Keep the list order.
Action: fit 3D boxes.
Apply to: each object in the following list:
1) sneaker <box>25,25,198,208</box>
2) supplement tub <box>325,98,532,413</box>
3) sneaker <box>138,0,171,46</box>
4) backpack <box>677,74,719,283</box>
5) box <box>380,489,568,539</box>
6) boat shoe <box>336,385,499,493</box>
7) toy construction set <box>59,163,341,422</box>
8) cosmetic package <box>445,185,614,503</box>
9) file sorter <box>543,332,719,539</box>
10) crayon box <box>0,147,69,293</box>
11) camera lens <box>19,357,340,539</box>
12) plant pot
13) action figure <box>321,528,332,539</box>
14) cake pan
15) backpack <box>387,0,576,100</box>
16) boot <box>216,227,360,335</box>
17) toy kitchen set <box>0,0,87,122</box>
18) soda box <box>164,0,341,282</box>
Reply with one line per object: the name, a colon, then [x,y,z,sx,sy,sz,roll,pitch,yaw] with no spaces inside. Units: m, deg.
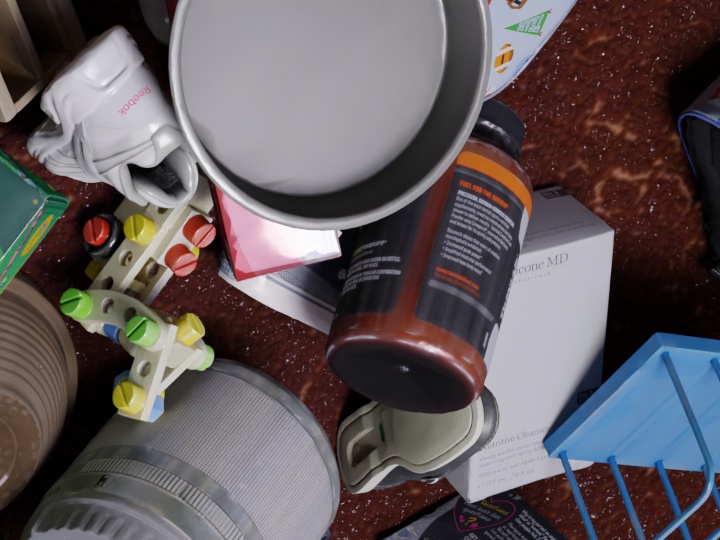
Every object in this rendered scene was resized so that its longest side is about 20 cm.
sneaker: [-0.141,-0.071,1.456,0.078,0.200,0.099,-42,88,-9]
supplement tub: [0.051,-0.016,1.587,0.107,0.107,0.201,42,55,-40]
sneaker: [-0.077,-0.219,1.471,0.070,0.080,0.201,9,114,-36]
backpack: [0.322,-0.065,1.729,0.147,0.183,0.200,-43,135,-12]
box: [0.109,0.277,1.843,0.114,0.132,0.200,-28,128,-18]
boat shoe: [0.050,0.109,1.686,0.067,0.200,0.072,0,76,-24]
toy construction set: [-0.106,-0.008,1.544,0.200,0.131,0.092,-44,141,-4]
cosmetic package: [0.108,0.050,1.738,0.113,0.081,0.201,-15,126,-23]
file sorter: [0.261,0.140,1.724,0.199,0.123,0.139,8,138,-34]
crayon box: [-0.281,0.000,1.449,0.200,0.119,0.058,-53,174,4]
camera lens: [-0.116,0.165,1.584,0.200,0.159,0.160,-52,145,-48]
plant pot: [-0.264,0.095,1.541,0.200,0.093,0.201,-14,124,-22]
action figure: [-0.085,0.275,1.720,0.200,0.105,0.193,-42,171,15]
cake pan: [-0.021,-0.124,1.387,0.200,0.037,0.201,-6,104,-25]
backpack: [0.033,-0.181,1.519,0.200,0.154,0.191,25,112,-40]
boot: [0.000,0.000,1.651,0.200,0.073,0.091,26,98,-43]
toy kitchen set: [-0.137,-0.194,1.390,0.163,0.199,0.181,-50,137,-35]
soda box: [-0.066,-0.100,1.445,0.070,0.063,0.201,-14,111,-5]
